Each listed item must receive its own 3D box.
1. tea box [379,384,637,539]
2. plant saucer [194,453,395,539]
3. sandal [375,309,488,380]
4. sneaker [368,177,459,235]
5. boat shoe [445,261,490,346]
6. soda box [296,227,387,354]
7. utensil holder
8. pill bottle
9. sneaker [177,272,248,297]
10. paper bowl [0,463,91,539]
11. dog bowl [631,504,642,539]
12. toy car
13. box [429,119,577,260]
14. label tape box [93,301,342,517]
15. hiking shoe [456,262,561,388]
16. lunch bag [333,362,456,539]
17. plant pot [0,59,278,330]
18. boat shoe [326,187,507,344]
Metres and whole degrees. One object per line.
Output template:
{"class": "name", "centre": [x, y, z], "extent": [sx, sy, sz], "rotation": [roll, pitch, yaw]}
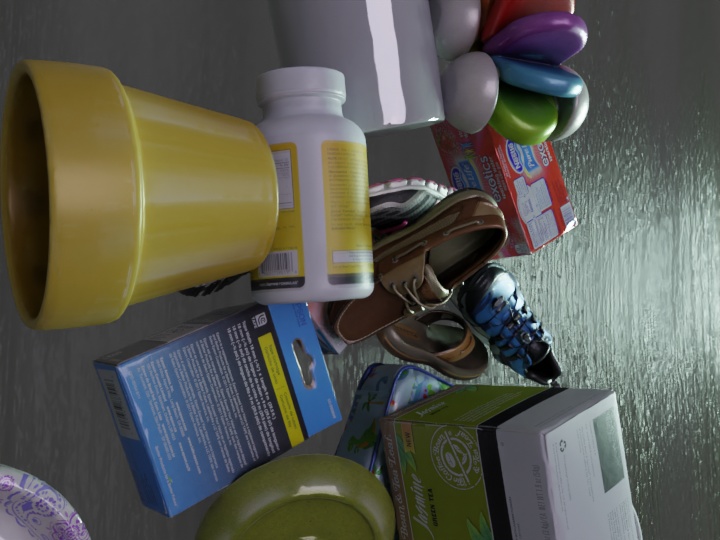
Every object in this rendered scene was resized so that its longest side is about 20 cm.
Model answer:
{"class": "tea box", "centre": [0.143, 0.224, 0.829], "extent": [0.133, 0.196, 0.202], "rotation": [-14, 96, -44]}
{"class": "plant saucer", "centre": [-0.057, 0.267, 0.813], "extent": [0.198, 0.031, 0.202], "rotation": [-6, 113, -14]}
{"class": "sandal", "centre": [0.089, 0.072, 0.956], "extent": [0.199, 0.054, 0.081], "rotation": [21, 29, -46]}
{"class": "sneaker", "centre": [0.064, -0.040, 0.890], "extent": [0.199, 0.073, 0.088], "rotation": [5, 76, -41]}
{"class": "boat shoe", "centre": [0.145, 0.030, 1.031], "extent": [0.200, 0.065, 0.074], "rotation": [37, 64, -30]}
{"class": "soda box", "centre": [0.000, 0.000, 0.923], "extent": [0.200, 0.063, 0.069], "rotation": [-47, 113, -30]}
{"class": "utensil holder", "centre": [-0.006, -0.237, 0.876], "extent": [0.169, 0.169, 0.202], "rotation": [-16, 98, -37]}
{"class": "pill bottle", "centre": [-0.048, -0.072, 0.772], "extent": [0.111, 0.112, 0.202], "rotation": [-2, 89, -38]}
{"class": "sneaker", "centre": [-0.112, -0.042, 0.847], "extent": [0.200, 0.074, 0.080], "rotation": [-33, 91, -39]}
{"class": "paper bowl", "centre": [-0.307, 0.242, 0.640], "extent": [0.200, 0.104, 0.203], "rotation": [4, 84, -38]}
{"class": "dog bowl", "centre": [0.266, 0.361, 1.088], "extent": [0.199, 0.079, 0.202], "rotation": [4, 83, -38]}
{"class": "toy car", "centre": [0.173, -0.238, 0.914], "extent": [0.174, 0.150, 0.202], "rotation": [2, 67, -27]}
{"class": "box", "centre": [0.171, -0.124, 1.045], "extent": [0.099, 0.095, 0.201], "rotation": [-29, 103, -35]}
{"class": "label tape box", "centre": [-0.129, 0.116, 0.812], "extent": [0.199, 0.063, 0.145], "rotation": [-23, 101, -36]}
{"class": "hiking shoe", "centre": [0.176, 0.060, 0.963], "extent": [0.074, 0.087, 0.200], "rotation": [-49, 140, -5]}
{"class": "lunch bag", "centre": [0.051, 0.213, 0.932], "extent": [0.160, 0.082, 0.201], "rotation": [28, 70, -31]}
{"class": "plant pot", "centre": [-0.176, -0.060, 0.695], "extent": [0.188, 0.200, 0.203], "rotation": [-3, 88, -31]}
{"class": "boat shoe", "centre": [0.055, 0.001, 0.824], "extent": [0.200, 0.074, 0.076], "rotation": [-41, 121, 7]}
